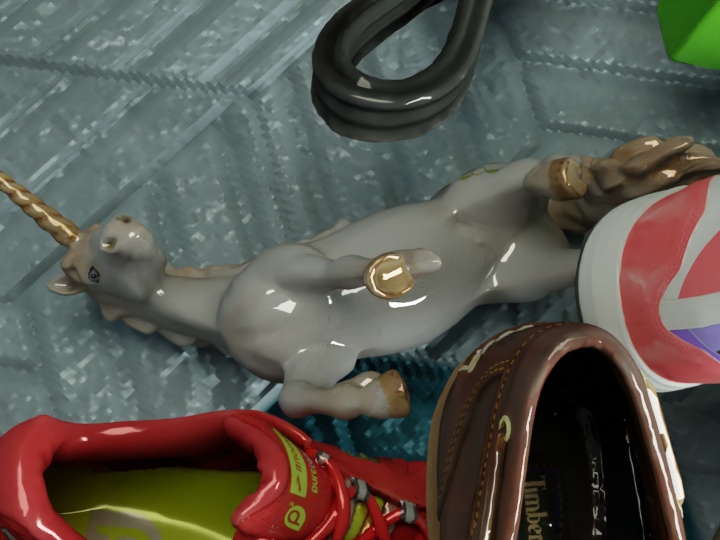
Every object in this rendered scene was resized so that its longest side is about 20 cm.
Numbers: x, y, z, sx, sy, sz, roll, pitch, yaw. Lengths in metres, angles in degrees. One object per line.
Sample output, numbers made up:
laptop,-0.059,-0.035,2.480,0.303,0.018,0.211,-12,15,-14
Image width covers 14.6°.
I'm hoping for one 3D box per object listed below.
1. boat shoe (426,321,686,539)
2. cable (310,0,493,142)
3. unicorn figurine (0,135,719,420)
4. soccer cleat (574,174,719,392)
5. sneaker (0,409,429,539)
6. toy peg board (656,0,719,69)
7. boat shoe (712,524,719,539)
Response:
boat shoe,0.054,0.113,0.714,0.070,0.070,0.201,-7,85,-19
cable,0.036,-0.099,0.882,0.097,0.050,0.201,13,48,-2
unicorn figurine,0.000,0.000,0.817,0.199,0.137,0.074,-3,95,-24
soccer cleat,0.147,-0.014,0.789,0.199,0.069,0.073,-21,11,-42
sneaker,-0.010,0.077,0.771,0.199,0.085,0.077,3,59,5
toy peg board,0.172,-0.145,0.891,0.198,0.098,0.201,8,55,-24
boat shoe,0.182,0.036,0.792,0.200,0.074,0.076,-39,64,-19
